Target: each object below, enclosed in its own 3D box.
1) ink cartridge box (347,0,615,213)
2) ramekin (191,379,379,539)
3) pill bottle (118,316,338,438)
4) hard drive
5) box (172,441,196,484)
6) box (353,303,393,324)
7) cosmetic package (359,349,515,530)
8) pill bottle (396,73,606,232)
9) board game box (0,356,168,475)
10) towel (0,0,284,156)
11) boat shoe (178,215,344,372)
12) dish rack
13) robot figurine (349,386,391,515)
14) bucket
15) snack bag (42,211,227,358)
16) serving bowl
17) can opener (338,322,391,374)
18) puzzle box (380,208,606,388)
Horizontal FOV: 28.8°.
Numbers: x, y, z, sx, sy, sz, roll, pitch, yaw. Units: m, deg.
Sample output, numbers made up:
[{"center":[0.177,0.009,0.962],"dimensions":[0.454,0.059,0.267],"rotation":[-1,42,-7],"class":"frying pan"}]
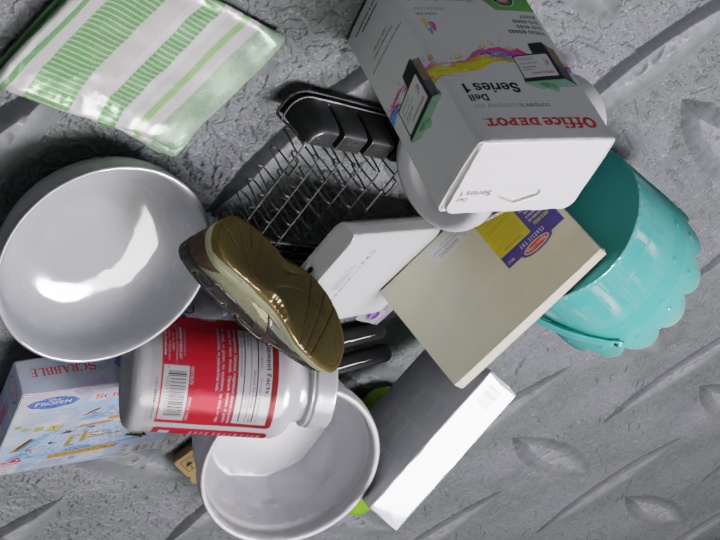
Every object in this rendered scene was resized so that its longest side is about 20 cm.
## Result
[{"center":[0.099,-0.151,1.177],"dimensions":[0.144,0.200,0.084],"rotation":[-5,143,-32],"class":"ink cartridge box"},{"center":[-0.088,0.183,1.514],"dimensions":[0.199,0.105,0.201],"rotation":[-10,121,-16],"class":"ramekin"},{"center":[-0.128,0.104,1.356],"dimensions":[0.199,0.113,0.112],"rotation":[6,139,-17],"class":"pill bottle"},{"center":[0.000,0.000,1.396],"dimensions":[0.132,0.026,0.200],"rotation":[-48,161,24],"class":"hard drive"},{"center":[-0.097,0.224,1.676],"dimensions":[0.200,0.021,0.164],"rotation":[-37,112,17],"class":"box"},{"center":[0.064,-0.019,1.501],"dimensions":[0.039,0.042,0.200],"rotation":[16,130,-46],"class":"box"},{"center":[0.066,0.177,1.586],"dimensions":[0.200,0.151,0.052],"rotation":[-48,116,-2],"class":"cosmetic package"},{"center":[0.138,-0.118,1.308],"dimensions":[0.200,0.112,0.113],"rotation":[-27,155,-38],"class":"pill bottle"},{"center":[-0.280,0.143,1.462],"dimensions":[0.199,0.041,0.200],"rotation":[-6,152,-30],"class":"board game box"},{"center":[-0.175,-0.168,1.121],"dimensions":[0.152,0.023,0.200],"rotation":[-42,145,22],"class":"towel"},{"center":[-0.088,0.025,1.276],"dimensions":[0.066,0.072,0.201],"rotation":[-10,138,34],"class":"boat shoe"},{"center":[-0.052,-0.069,1.308],"dimensions":[0.153,0.055,0.200],"rotation":[8,130,-47],"class":"dish rack"},{"center":[0.012,0.226,1.752],"dimensions":[0.200,0.116,0.175],"rotation":[-42,135,23],"class":"robot figurine"},{"center":[0.241,-0.025,1.475],"dimensions":[0.207,0.208,0.135],"rotation":[-37,138,17],"class":"bucket"},{"center":[-0.226,0.031,1.381],"dimensions":[0.199,0.021,0.189],"rotation":[-19,148,-13],"class":"snack bag"},{"center":[-0.234,-0.018,1.236],"dimensions":[0.199,0.066,0.201],"rotation":[-18,130,-23],"class":"serving bowl"},{"center":[-0.066,0.102,1.593],"dimensions":[0.199,0.054,0.067],"rotation":[-13,179,-22],"class":"can opener"},{"center":[0.131,0.004,1.407],"dimensions":[0.200,0.133,0.025],"rotation":[-43,153,10],"class":"puzzle box"}]
